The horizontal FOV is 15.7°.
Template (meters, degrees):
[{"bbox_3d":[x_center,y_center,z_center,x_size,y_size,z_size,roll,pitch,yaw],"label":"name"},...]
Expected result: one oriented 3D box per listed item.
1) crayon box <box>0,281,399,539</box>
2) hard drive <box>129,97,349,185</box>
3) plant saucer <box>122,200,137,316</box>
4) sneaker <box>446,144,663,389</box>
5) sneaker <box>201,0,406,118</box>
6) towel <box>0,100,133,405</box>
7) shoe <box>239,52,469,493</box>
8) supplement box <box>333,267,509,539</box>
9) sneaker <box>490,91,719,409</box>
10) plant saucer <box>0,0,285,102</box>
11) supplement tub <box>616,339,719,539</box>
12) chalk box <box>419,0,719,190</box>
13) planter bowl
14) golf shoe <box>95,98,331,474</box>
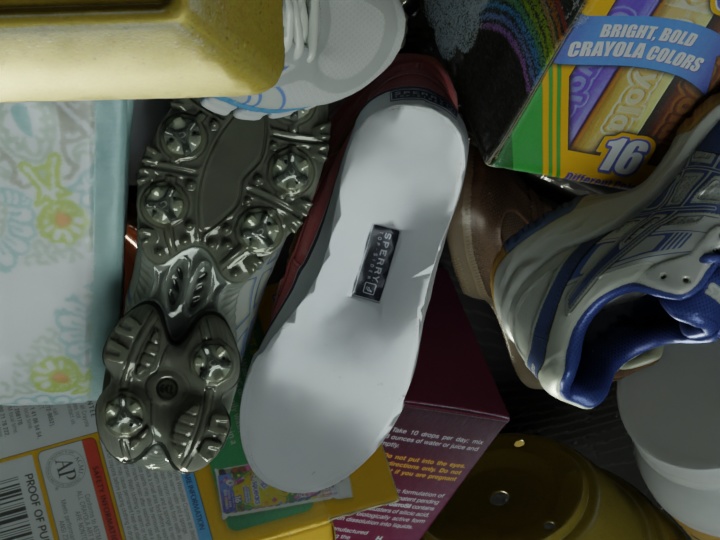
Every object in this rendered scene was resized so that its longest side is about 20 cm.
[{"bbox_3d":[-0.093,0.088,1.237,0.200,0.126,0.052,-16,158,-5],"label":"crayon box"},{"bbox_3d":[-0.054,-0.118,1.164,0.132,0.025,0.200,2,133,-23],"label":"hard drive"},{"bbox_3d":[-0.176,0.029,1.267,0.200,0.032,0.200,-11,138,-11],"label":"plant saucer"},{"bbox_3d":[0.097,-0.005,1.297,0.075,0.071,0.200,-5,152,17],"label":"sneaker"},{"bbox_3d":[-0.051,-0.103,1.060,0.200,0.075,0.087,-1,179,-39],"label":"sneaker"},{"bbox_3d":[-0.187,-0.026,1.156,0.171,0.048,0.200,1,122,-6],"label":"towel"},{"bbox_3d":[0.000,0.000,1.192,0.071,0.091,0.200,18,110,-5],"label":"shoe"},{"bbox_3d":[-0.021,0.097,1.337,0.086,0.110,0.200,11,129,-31],"label":"supplement box"},{"bbox_3d":[0.153,-0.012,1.125,0.200,0.088,0.075,-37,133,16],"label":"sneaker"},{"bbox_3d":[-0.132,-0.159,0.946,0.200,0.048,0.200,-2,98,4],"label":"plant saucer"},{"bbox_3d":[0.234,0.099,1.410,0.145,0.145,0.200,-31,136,12],"label":"supplement tub"},{"bbox_3d":[0.132,-0.147,1.131,0.124,0.125,0.200,9,132,-28],"label":"chalk box"},{"bbox_3d":[0.077,0.145,1.368,0.200,0.200,0.084,-15,127,-6],"label":"planter bowl"},{"bbox_3d":[-0.071,-0.009,1.178,0.078,0.097,0.200,21,88,-2],"label":"golf shoe"}]
